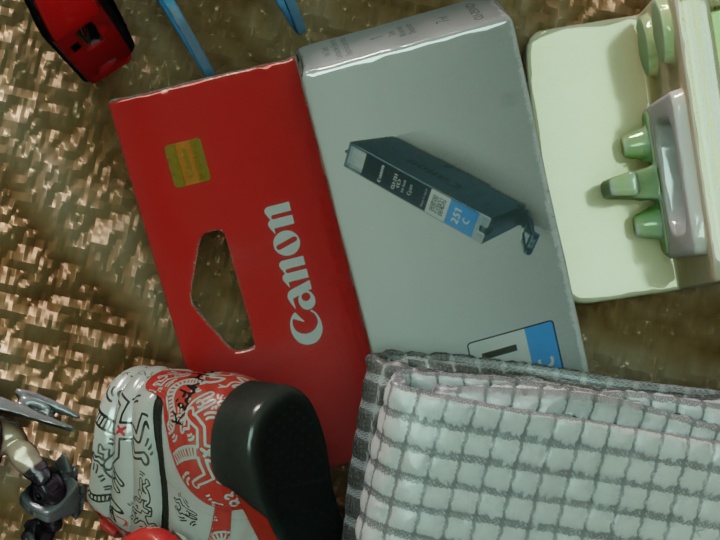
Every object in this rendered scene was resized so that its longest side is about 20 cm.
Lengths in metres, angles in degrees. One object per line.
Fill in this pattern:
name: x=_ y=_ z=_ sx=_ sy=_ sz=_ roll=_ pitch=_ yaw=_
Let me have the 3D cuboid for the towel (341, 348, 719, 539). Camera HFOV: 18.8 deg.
towel: x=0.088 y=0.126 z=0.936 sx=0.199 sy=0.086 sz=0.166 roll=8 pitch=99 yaw=-12

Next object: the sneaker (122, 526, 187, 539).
sneaker: x=-0.135 y=0.187 z=0.890 sx=0.077 sy=0.085 sz=0.200 roll=24 pitch=74 yaw=43

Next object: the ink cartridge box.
ink cartridge box: x=0.000 y=0.000 z=0.952 sx=0.175 sy=0.045 sz=0.201 roll=-15 pitch=111 yaw=-1

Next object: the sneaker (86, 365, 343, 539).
sneaker: x=-0.059 y=0.133 z=0.975 sx=0.108 sy=0.067 sz=0.202 roll=9 pitch=122 yaw=37

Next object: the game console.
game console: x=-0.148 y=-0.171 z=0.911 sx=0.031 sy=0.200 sz=0.178 roll=-26 pitch=89 yaw=-2

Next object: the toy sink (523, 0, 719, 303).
toy sink: x=0.181 y=-0.063 z=0.956 sx=0.199 sy=0.112 sz=0.131 roll=-8 pitch=88 yaw=-1

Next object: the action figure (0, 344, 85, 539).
action figure: x=-0.195 y=0.121 z=0.971 sx=0.129 sy=0.069 sz=0.201 roll=7 pitch=76 yaw=6

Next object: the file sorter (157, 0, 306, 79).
file sorter: x=-0.022 y=-0.189 z=0.933 sx=0.199 sy=0.139 sz=0.123 roll=-32 pitch=77 yaw=-1
